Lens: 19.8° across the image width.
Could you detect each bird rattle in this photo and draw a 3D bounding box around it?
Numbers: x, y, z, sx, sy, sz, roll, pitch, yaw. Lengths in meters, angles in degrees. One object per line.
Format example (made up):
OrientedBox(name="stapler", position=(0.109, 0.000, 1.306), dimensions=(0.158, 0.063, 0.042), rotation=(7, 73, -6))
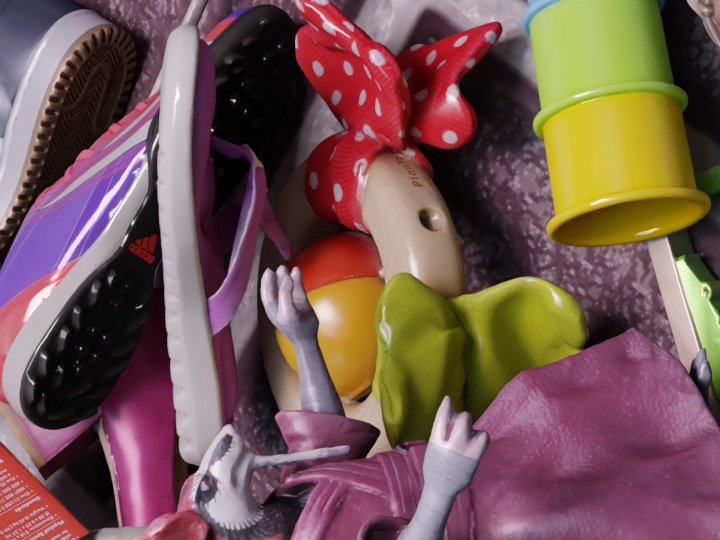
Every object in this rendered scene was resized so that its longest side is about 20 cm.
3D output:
OrientedBox(name="bird rattle", position=(0.000, 0.000, 0.808), dimensions=(0.163, 0.112, 0.201), rotation=(-46, 62, 45))

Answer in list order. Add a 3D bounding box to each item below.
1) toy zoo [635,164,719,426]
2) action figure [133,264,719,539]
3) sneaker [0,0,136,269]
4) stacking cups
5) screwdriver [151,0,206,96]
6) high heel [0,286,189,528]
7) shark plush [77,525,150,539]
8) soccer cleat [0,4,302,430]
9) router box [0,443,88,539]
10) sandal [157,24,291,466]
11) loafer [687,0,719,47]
OrientedBox(name="toy zoo", position=(0.198, 0.003, 0.707), dimensions=(0.199, 0.020, 0.132), rotation=(-22, 78, 34))
OrientedBox(name="action figure", position=(0.025, 0.084, 0.679), dimensions=(0.134, 0.198, 0.150), rotation=(-113, 18, -64))
OrientedBox(name="sneaker", position=(-0.188, -0.045, 0.953), dimensions=(0.108, 0.070, 0.201), rotation=(33, 103, 25))
OrientedBox(name="stacking cups", position=(0.083, -0.113, 0.752), dimensions=(0.060, 0.060, 0.202), rotation=(-16, 74, 35))
OrientedBox(name="screwdriver", position=(-0.109, -0.045, 0.913), dimensions=(0.029, 0.028, 0.201), rotation=(21, 109, 0))
OrientedBox(name="high heel", position=(-0.067, 0.107, 0.893), dimensions=(0.096, 0.067, 0.201), rotation=(-35, 79, -11))
OrientedBox(name="shark plush", position=(-0.026, 0.130, 0.784), dimensions=(0.091, 0.199, 0.084), rotation=(10, 112, 55))
OrientedBox(name="soccer cleat", position=(-0.099, -0.033, 0.863), dimensions=(0.073, 0.068, 0.201), rotation=(29, 85, 36))
OrientedBox(name="router box", position=(-0.155, 0.180, 0.895), dimensions=(0.179, 0.049, 0.201), rotation=(39, 137, 27))
OrientedBox(name="sandal", position=(-0.052, -0.010, 0.804), dimensions=(0.083, 0.049, 0.204), rotation=(-95, 5, -47))
OrientedBox(name="loafer", position=(0.154, -0.084, 0.692), dimensions=(0.072, 0.063, 0.201), rotation=(-43, 56, 24))
